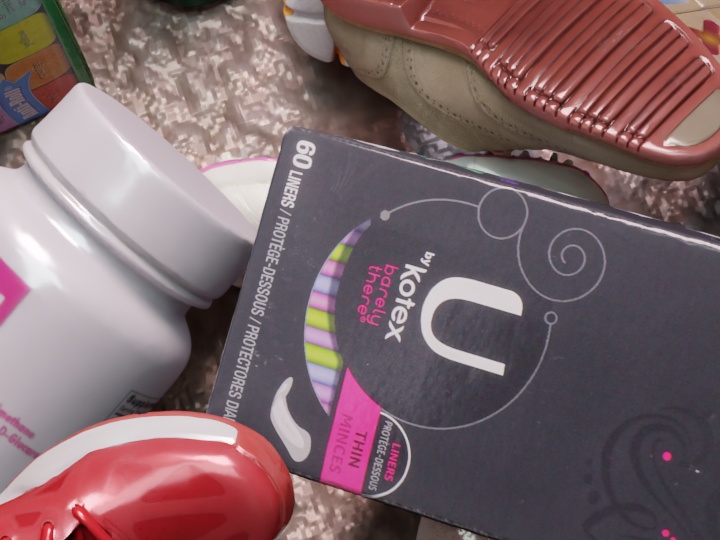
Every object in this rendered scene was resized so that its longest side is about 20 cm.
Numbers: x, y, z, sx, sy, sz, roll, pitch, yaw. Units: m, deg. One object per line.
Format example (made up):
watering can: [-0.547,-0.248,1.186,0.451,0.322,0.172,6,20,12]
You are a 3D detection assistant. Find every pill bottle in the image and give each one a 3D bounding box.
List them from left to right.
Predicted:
pill bottle: [-0.138,0.033,1.061,0.113,0.113,0.200,43,96,20]

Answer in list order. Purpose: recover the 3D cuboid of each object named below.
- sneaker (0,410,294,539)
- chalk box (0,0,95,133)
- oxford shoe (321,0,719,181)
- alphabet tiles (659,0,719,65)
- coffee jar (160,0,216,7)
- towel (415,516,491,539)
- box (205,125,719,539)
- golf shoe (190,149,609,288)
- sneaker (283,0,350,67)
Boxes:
sneaker: [-0.120,0.120,0.947,0.200,0.078,0.116,-20,22,16]
chalk box: [-0.194,-0.120,1.154,0.124,0.124,0.200,-25,68,-5]
oxford shoe: [0.066,-0.076,1.068,0.070,0.075,0.200,-39,50,-24]
alphabet tiles: [0.209,-0.069,1.077,0.167,0.008,0.200,-12,45,-47]
coffee jar: [-0.074,-0.197,1.131,0.104,0.200,0.085,-43,70,-12]
towel: [0.092,0.087,1.057,0.132,0.034,0.201,14,91,10]
box: [0.063,0.033,0.986,0.200,0.106,0.123,16,93,21]
golf shoe: [0.000,0.000,1.112,0.199,0.075,0.092,0,71,7]
sneaker: [0.060,-0.146,1.168,0.199,0.078,0.077,-9,41,-7]
